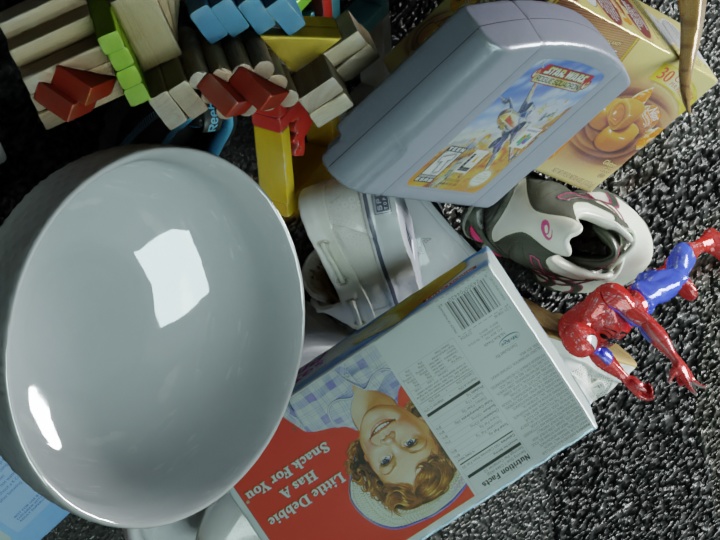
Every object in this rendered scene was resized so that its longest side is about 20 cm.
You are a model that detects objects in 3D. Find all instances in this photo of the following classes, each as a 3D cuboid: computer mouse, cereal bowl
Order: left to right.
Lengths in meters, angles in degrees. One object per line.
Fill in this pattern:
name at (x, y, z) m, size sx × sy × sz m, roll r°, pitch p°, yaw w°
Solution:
cereal bowl at (-0.128, 0.031, 1.146) m, size 0.199 × 0.083 × 0.202 m, roll -8°, pitch 102°, yaw -42°
computer mouse at (0.051, 0.017, 1.429) m, size 0.109 × 0.044 × 0.200 m, roll -39°, pitch 138°, yaw -1°

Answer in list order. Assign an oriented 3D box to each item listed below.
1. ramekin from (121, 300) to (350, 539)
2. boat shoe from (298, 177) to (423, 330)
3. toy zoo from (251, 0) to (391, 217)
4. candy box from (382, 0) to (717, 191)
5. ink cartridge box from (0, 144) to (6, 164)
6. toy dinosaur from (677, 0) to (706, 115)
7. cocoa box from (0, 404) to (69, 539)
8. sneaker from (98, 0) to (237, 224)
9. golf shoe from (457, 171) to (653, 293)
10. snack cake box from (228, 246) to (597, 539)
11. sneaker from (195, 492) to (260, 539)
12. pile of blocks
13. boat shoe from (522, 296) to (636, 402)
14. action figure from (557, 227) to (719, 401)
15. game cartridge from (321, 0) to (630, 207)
ramekin at (-0.074, 0.103, 1.371) m, size 0.201 × 0.094 × 0.203 m, roll -20°, pitch 134°, yaw -23°
boat shoe at (0.000, 0.000, 1.297) m, size 0.069 × 0.071 × 0.200 m, roll -9°, pitch 156°, yaw 5°
toy zoo at (-0.022, -0.123, 1.231) m, size 0.131 × 0.020 × 0.201 m, roll -51°, pitch 149°, yaw -41°
candy box at (0.120, -0.122, 1.322) m, size 0.115 × 0.055 × 0.199 m, roll -42°, pitch 147°, yaw 22°
ink cartridge box at (-0.295, -0.062, 1.094) m, size 0.199 × 0.068 × 0.117 m, roll -32°, pitch 136°, yaw -13°
toy dinosaur at (0.206, -0.196, 1.337) m, size 0.106 × 0.060 × 0.202 m, roll -6°, pitch 93°, yaw -46°
cocoa box at (-0.271, 0.116, 1.210) m, size 0.200 × 0.131 × 0.133 m, roll -42°, pitch 138°, yaw 1°
sneaker at (-0.085, -0.120, 1.189) m, size 0.073 × 0.082 × 0.201 m, roll -2°, pitch 123°, yaw -31°
golf shoe at (0.148, -0.014, 1.430) m, size 0.199 × 0.088 × 0.078 m, roll 14°, pitch 103°, yaw -52°
snack cake box at (0.023, 0.091, 1.245) m, size 0.199 × 0.067 × 0.115 m, roll -33°, pitch 97°, yaw 7°
sneaker at (-0.008, 0.132, 1.315) m, size 0.200 × 0.080 × 0.071 m, roll -31°, pitch 138°, yaw -9°
pile of blocks at (-0.082, -0.111, 1.105) m, size 0.199 × 0.062 × 0.083 m, roll -5°, pitch 128°, yaw -14°
boat shoe at (0.116, 0.063, 1.443) m, size 0.070 × 0.071 × 0.200 m, roll -55°, pitch 144°, yaw 9°
action figure at (0.197, 0.041, 1.406) m, size 0.065 × 0.099 × 0.200 m, roll -42°, pitch 167°, yaw 36°
game cartridge at (0.073, -0.092, 1.198) m, size 0.133 × 0.042 × 0.200 m, roll -38°, pitch 162°, yaw 22°
